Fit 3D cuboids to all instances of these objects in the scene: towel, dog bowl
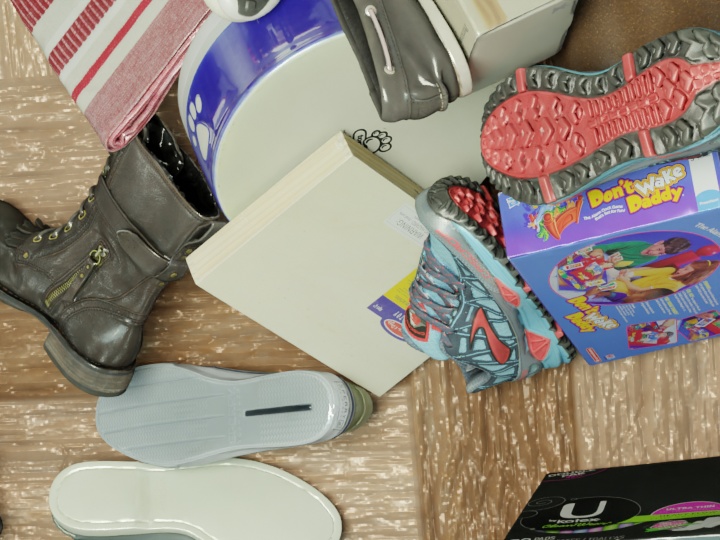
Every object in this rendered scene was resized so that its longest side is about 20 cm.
[{"bbox_3d":[-0.157,-0.187,1.657,0.144,0.023,0.200,-50,48,16],"label":"towel"},{"bbox_3d":[-0.009,-0.104,1.604,0.200,0.200,0.079,-37,48,16],"label":"dog bowl"}]

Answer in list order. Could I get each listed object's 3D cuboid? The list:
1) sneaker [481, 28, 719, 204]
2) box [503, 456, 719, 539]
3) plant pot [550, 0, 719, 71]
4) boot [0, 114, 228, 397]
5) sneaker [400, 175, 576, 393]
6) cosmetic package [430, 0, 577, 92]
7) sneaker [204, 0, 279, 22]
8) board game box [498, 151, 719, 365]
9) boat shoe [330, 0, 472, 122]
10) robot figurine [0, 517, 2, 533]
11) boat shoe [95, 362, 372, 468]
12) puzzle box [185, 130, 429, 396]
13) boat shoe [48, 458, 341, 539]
[{"bbox_3d":[0.158,-0.081,1.460,0.200,0.096,0.079,-10,80,44],"label":"sneaker"},{"bbox_3d":[0.179,0.201,1.614,0.149,0.200,0.124,-5,97,14],"label":"box"},{"bbox_3d":[0.187,-0.176,1.558,0.200,0.200,0.198,-12,104,14],"label":"plant pot"},{"bbox_3d":[-0.170,-0.034,1.677,0.200,0.069,0.174,46,122,30],"label":"boot"},{"bbox_3d":[0.067,0.021,1.615,0.096,0.200,0.079,-28,50,6],"label":"sneaker"},{"bbox_3d":[0.046,-0.213,1.490,0.071,0.105,0.200,-26,75,-11],"label":"cosmetic package"},{"bbox_3d":[-0.096,-0.223,1.566,0.081,0.075,0.200,-47,47,38],"label":"sneaker"},{"bbox_3d":[0.178,-0.007,1.582,0.134,0.200,0.045,-13,65,14],"label":"board game box"},{"bbox_3d":[-0.005,-0.168,1.484,0.057,0.067,0.200,-26,61,-12],"label":"boat shoe"},{"bbox_3d":[-0.338,0.127,1.757,0.150,0.125,0.200,-38,91,13],"label":"robot figurine"},{"bbox_3d":[-0.086,0.100,1.725,0.200,0.062,0.072,-1,81,31],"label":"boat shoe"},{"bbox_3d":[0.000,0.000,1.639,0.133,0.200,0.025,-39,48,16],"label":"puzzle box"},{"bbox_3d":[-0.112,0.171,1.757,0.200,0.062,0.073,6,62,2],"label":"boat shoe"}]
